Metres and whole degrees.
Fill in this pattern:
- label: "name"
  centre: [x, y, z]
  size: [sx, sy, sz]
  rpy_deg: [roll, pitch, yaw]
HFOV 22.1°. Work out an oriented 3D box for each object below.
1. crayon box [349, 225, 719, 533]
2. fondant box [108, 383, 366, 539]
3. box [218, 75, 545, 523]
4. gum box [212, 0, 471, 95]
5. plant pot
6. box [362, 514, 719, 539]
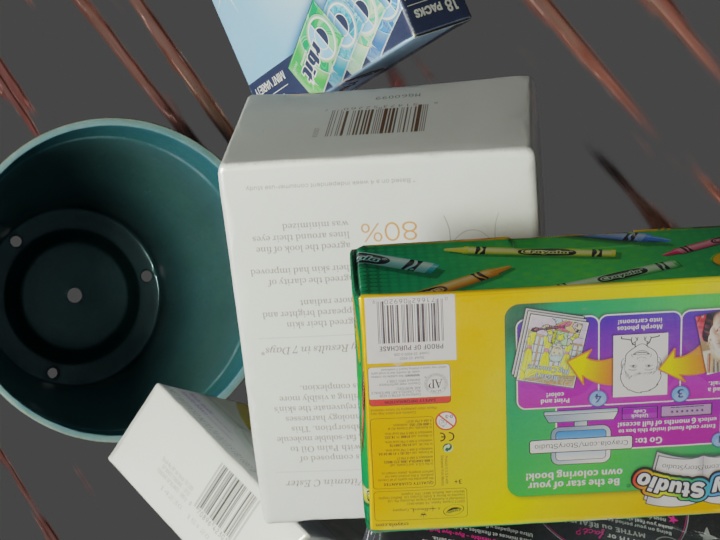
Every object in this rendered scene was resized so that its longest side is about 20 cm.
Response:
- label: "crayon box"
  centre: [0.098, 0.048, 0.828]
  size: [0.058, 0.200, 0.119]
  rpy_deg: [-95, 2, -66]
- label: "fondant box"
  centre: [-0.029, 0.141, 1.070]
  size: [0.144, 0.200, 0.058]
  rpy_deg: [40, 101, 36]
- label: "box"
  centre: [0.019, 0.016, 0.938]
  size: [0.106, 0.152, 0.200]
  rpy_deg: [-79, -14, -65]
- label: "gum box"
  centre: [-0.037, -0.197, 1.015]
  size: [0.170, 0.045, 0.200]
  rpy_deg: [-23, 90, 57]
- label: "plant pot"
  centre: [-0.175, 0.012, 1.223]
  size: [0.200, 0.200, 0.188]
  rpy_deg: [69, 163, -2]
- label: "box"
  centre: [0.093, 0.186, 0.895]
  size: [0.200, 0.115, 0.132]
  rpy_deg: [13, 133, -2]
